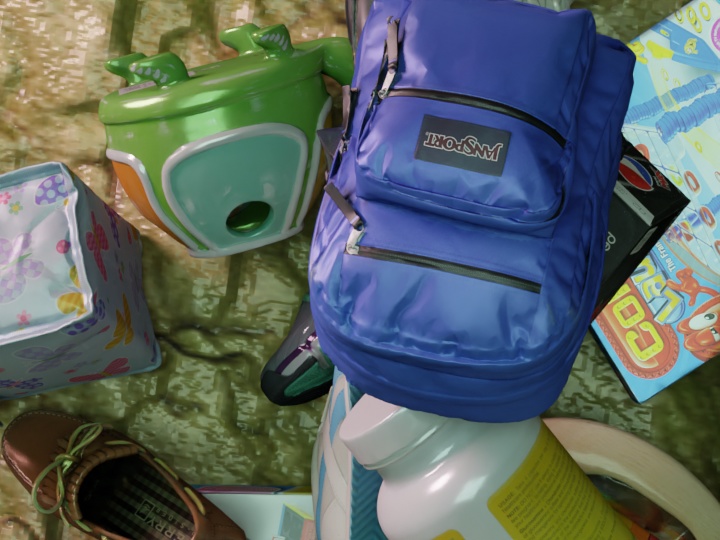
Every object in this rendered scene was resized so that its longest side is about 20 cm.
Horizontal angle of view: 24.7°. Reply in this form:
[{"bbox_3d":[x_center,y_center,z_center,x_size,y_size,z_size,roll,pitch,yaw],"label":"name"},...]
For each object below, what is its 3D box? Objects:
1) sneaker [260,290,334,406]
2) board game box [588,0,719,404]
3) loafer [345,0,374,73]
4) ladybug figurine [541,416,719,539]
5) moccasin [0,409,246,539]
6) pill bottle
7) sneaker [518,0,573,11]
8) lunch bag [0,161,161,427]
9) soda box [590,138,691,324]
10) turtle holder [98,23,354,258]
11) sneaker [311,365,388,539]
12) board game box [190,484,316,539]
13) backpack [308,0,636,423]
[{"bbox_3d":[0.000,0.000,1.080,0.200,0.075,0.088,-41,67,-4],"label":"sneaker"},{"bbox_3d":[0.207,-0.050,1.060,0.195,0.056,0.201,-33,85,3],"label":"board game box"},{"bbox_3d":[0.029,-0.118,0.985,0.072,0.072,0.203,-7,106,3],"label":"loafer"},{"bbox_3d":[0.154,0.166,1.041,0.199,0.072,0.136,38,100,-1],"label":"ladybug figurine"},{"bbox_3d":[-0.162,0.139,1.045,0.200,0.078,0.074,31,75,38],"label":"moccasin"},{"bbox_3d":[0.080,0.144,0.942,0.112,0.112,0.201,-38,100,2],"label":"pill bottle"},{"bbox_3d":[0.105,-0.168,1.039,0.098,0.078,0.202,-16,61,-5],"label":"sneaker"},{"bbox_3d":[-0.243,0.026,1.037,0.197,0.170,0.129,-12,76,4],"label":"lunch bag"},{"bbox_3d":[0.111,0.011,1.010,0.071,0.063,0.201,44,125,14],"label":"soda box"},{"bbox_3d":[-0.073,-0.088,1.060,0.184,0.140,0.133,-22,104,-35],"label":"turtle holder"},{"bbox_3d":[0.005,0.090,1.016,0.076,0.081,0.203,9,86,-26],"label":"sneaker"},{"bbox_3d":[-0.020,0.219,1.077,0.197,0.040,0.155,1,88,5],"label":"board game box"},{"bbox_3d":[0.048,-0.034,0.848,0.160,0.168,0.202,11,70,13],"label":"backpack"}]
